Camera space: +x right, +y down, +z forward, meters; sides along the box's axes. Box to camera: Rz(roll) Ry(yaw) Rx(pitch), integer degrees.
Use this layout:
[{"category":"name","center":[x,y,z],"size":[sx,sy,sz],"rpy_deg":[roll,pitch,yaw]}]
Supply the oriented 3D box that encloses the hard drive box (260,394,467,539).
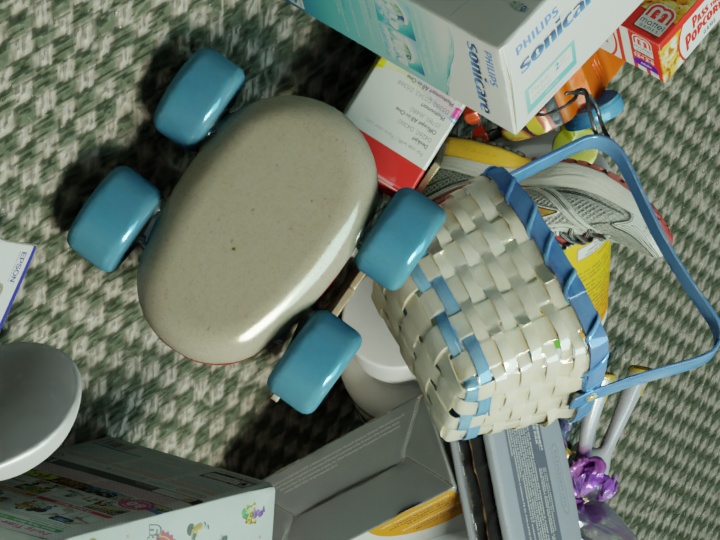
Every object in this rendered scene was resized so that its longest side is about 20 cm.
[{"category":"hard drive box","center":[0.037,0.179,1.745],"size":[0.156,0.077,0.200],"rpy_deg":[-29,151,19]}]

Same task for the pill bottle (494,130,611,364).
[{"category":"pill bottle","center":[0.137,0.000,1.851],"size":[0.111,0.111,0.200],"rpy_deg":[-39,145,-30]}]

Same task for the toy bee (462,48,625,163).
[{"category":"toy bee","center":[0.129,-0.135,1.736],"size":[0.200,0.108,0.131],"rpy_deg":[-6,80,-72]}]

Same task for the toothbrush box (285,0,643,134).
[{"category":"toothbrush box","center":[0.061,-0.197,1.466],"size":[0.146,0.200,0.085],"rpy_deg":[-47,148,-20]}]

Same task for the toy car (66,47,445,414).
[{"category":"toy car","center":[-0.066,-0.018,1.523],"size":[0.177,0.184,0.200],"rpy_deg":[-55,179,-6]}]

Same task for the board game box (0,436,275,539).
[{"category":"board game box","center":[-0.172,0.162,1.494],"size":[0.200,0.147,0.065],"rpy_deg":[-8,105,-52]}]

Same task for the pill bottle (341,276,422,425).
[{"category":"pill bottle","center":[0.043,0.074,1.760],"size":[0.111,0.111,0.200],"rpy_deg":[-50,156,-14]}]

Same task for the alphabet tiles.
[{"category":"alphabet tiles","center":[0.000,0.000,1.653],"size":[0.200,0.008,0.167],"rpy_deg":[-56,-178,9]}]

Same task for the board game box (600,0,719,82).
[{"category":"board game box","center":[0.214,-0.244,1.701],"size":[0.200,0.151,0.046],"rpy_deg":[-48,149,-18]}]

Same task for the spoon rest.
[{"category":"spoon rest","center":[-0.236,0.118,1.393],"size":[0.200,0.099,0.061],"rpy_deg":[-58,144,-27]}]

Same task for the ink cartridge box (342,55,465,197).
[{"category":"ink cartridge box","center":[0.033,-0.114,1.589],"size":[0.200,0.067,0.116],"rpy_deg":[-58,-179,-1]}]

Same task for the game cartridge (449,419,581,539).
[{"category":"game cartridge","center":[0.109,0.151,1.673],"size":[0.133,0.041,0.201],"rpy_deg":[7,71,-67]}]

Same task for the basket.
[{"category":"basket","center":[0.117,0.011,1.574],"size":[0.199,0.177,0.139],"rpy_deg":[-21,156,-12]}]

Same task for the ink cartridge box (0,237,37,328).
[{"category":"ink cartridge box","center":[-0.270,0.011,1.331],"size":[0.200,0.037,0.095],"rpy_deg":[11,107,-56]}]

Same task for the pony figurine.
[{"category":"pony figurine","center":[0.185,0.181,2.079],"size":[0.193,0.166,0.201],"rpy_deg":[-1,103,-64]}]

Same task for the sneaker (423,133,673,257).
[{"category":"sneaker","center":[0.129,-0.034,1.707],"size":[0.078,0.199,0.082],"rpy_deg":[44,63,-56]}]
